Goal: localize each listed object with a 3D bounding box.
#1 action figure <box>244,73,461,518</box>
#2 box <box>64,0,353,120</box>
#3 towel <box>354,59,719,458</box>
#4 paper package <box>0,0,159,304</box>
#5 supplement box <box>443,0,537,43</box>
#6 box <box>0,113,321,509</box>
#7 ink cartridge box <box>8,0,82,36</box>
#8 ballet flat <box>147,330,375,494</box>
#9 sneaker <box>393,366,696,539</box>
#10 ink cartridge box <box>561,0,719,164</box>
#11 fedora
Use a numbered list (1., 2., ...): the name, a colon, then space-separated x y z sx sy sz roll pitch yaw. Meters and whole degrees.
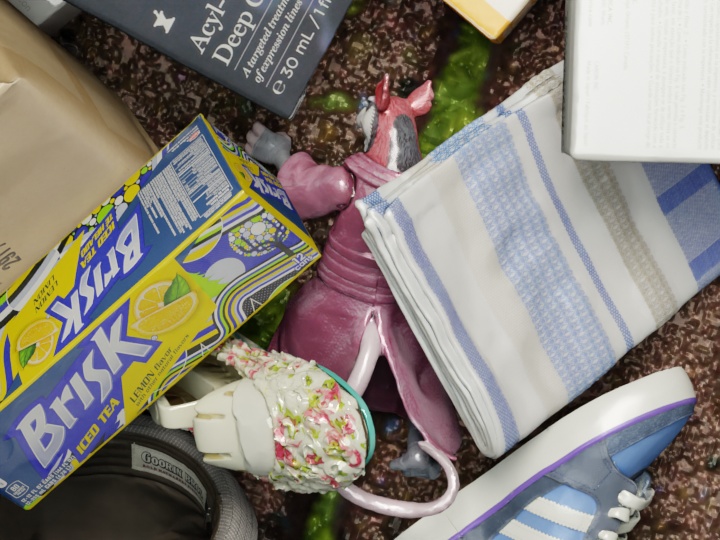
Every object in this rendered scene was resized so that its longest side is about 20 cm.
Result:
1. action figure: 0.000 0.000 1.409 0.133 0.149 0.201 7 113 0
2. box: -0.093 -0.189 1.361 0.199 0.107 0.149 27 95 -24
3. towel: 0.099 -0.018 1.401 0.200 0.024 0.148 -36 106 -28
4. paper package: -0.212 -0.036 1.387 0.190 0.200 0.104 -39 62 5
5. supplement box: 0.105 -0.210 1.401 0.073 0.126 0.200 40 96 1
6. box: -0.121 0.023 1.383 0.200 0.070 0.064 -40 45 11
7. ink cartridge box: -0.212 -0.154 1.453 0.200 0.068 0.115 -38 90 4
8. ballet flat: -0.063 0.070 1.396 0.064 0.200 0.076 -14 106 -25
9. sneaker: 0.115 0.158 1.432 0.199 0.081 0.147 -35 79 11
10. ink cartridge box: 0.195 -0.131 1.324 0.198 0.050 0.164 2 97 -2
11. fedora: -0.152 0.153 1.434 0.198 0.177 0.091 -9 131 -13
